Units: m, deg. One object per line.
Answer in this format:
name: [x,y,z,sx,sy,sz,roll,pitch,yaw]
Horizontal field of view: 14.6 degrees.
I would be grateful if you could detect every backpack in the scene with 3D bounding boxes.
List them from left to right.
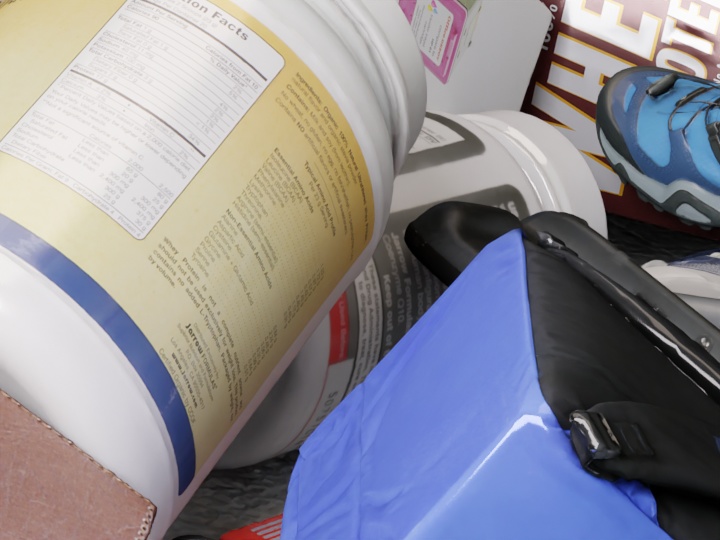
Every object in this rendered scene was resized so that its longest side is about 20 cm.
backpack: [0.071,0.114,0.722,0.200,0.168,0.163,39,20,-12]

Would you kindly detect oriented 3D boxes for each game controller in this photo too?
game controller: [0.099,0.037,0.968,0.104,0.042,0.200,2,29,-44]

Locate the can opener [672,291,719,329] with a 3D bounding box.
can opener: [0.196,0.047,1.070,0.199,0.053,0.066,9,-9,-11]

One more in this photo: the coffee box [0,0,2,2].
coffee box: [-0.160,-0.078,1.219,0.079,0.115,0.200,8,18,7]

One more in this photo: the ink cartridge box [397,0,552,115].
ink cartridge box: [-0.031,-0.119,1.170,0.144,0.085,0.200,11,-16,33]

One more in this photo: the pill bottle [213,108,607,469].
pill bottle: [0.000,0.000,1.073,0.114,0.114,0.200,23,23,34]

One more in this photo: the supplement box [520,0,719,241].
supplement box: [0.150,-0.094,1.318,0.199,0.133,0.197,15,8,16]

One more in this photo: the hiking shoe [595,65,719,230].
hiking shoe: [0.177,-0.057,1.139,0.200,0.087,0.074,25,49,38]

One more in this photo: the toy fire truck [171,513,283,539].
toy fire truck: [0.039,0.114,0.870,0.141,0.049,0.200,26,26,36]

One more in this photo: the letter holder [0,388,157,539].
letter holder: [-0.170,0.064,0.716,0.200,0.101,0.142,38,20,-8]

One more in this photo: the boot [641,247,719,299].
boot: [0.131,0.026,1.144,0.199,0.073,0.090,4,11,-38]

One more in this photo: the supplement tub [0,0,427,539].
supplement tub: [-0.077,-0.014,0.873,0.144,0.145,0.200,17,48,23]
